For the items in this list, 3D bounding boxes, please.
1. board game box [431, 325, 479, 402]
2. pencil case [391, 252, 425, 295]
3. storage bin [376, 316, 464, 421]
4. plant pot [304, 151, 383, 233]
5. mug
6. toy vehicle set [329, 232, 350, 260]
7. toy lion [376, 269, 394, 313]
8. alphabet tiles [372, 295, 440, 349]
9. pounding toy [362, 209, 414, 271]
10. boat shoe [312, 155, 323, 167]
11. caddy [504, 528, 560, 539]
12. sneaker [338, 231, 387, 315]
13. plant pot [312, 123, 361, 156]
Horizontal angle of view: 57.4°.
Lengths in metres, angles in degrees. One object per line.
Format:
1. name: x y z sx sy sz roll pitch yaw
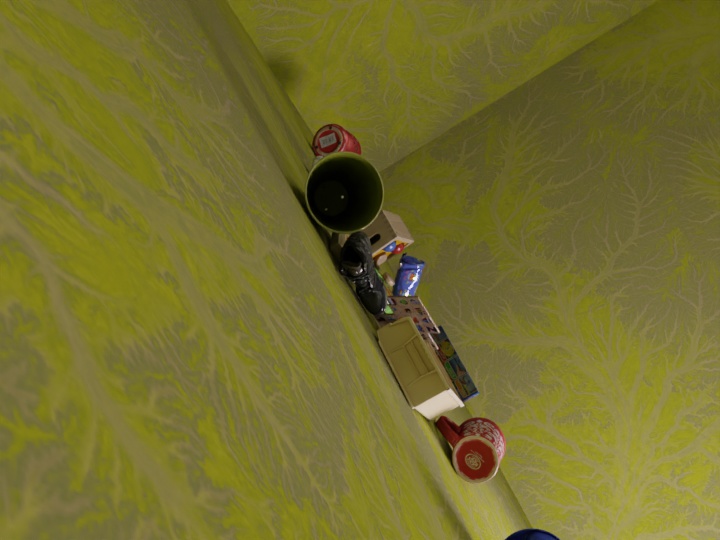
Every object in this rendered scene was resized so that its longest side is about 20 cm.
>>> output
1. board game box: 0.203 0.264 1.719 0.201 0.135 0.034 62 6 21
2. pencil case: 0.140 0.049 2.107 0.086 0.202 0.078 7 19 -30
3. storage bin: 0.135 0.224 1.494 0.200 0.093 0.200 63 6 26
4. plant pot: -0.058 -0.181 1.599 0.188 0.186 0.200 59 -10 -8
5. mug: 0.261 0.435 1.589 0.200 0.176 0.135 16 80 -77
6. toy vehicle set: -0.023 -0.054 1.651 0.124 0.026 0.200 49 16 -18
7. toy lion: 0.060 0.057 1.969 0.192 0.068 0.201 44 15 -46
8. alphabet tiles: 0.111 0.128 1.604 0.201 0.166 0.008 56 48 -36
9. pounding toy: 0.057 -0.067 2.070 0.143 0.199 0.184 60 19 15
10. boat shoe: -0.114 -0.283 2.201 0.201 0.073 0.067 58 32 -28
11. caddy: 0.326 0.565 1.173 0.201 0.141 0.105 60 10 0
12. sneaker: 0.001 0.020 1.504 0.114 0.076 0.201 -44 122 -63
13. plant pot: -0.115 -0.561 3.026 0.202 0.199 0.182 61 13 15
